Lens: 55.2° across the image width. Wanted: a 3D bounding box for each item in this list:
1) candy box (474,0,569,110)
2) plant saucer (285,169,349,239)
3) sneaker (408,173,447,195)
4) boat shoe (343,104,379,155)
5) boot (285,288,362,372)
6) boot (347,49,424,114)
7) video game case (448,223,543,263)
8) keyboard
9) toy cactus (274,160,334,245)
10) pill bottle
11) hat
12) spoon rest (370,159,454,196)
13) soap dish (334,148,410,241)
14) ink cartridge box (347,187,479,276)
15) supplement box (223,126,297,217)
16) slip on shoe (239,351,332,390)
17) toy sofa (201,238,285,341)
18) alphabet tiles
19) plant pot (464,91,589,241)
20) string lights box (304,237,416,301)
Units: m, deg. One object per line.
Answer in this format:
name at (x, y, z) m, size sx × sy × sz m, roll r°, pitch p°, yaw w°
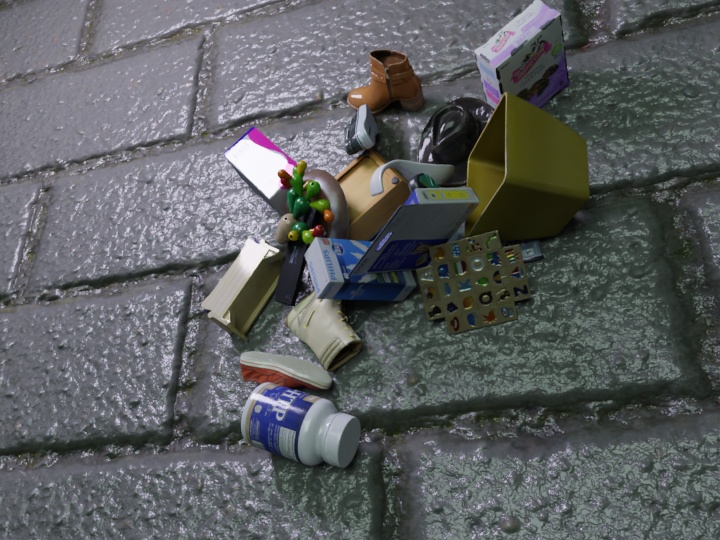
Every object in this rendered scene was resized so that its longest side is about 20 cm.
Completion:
candy box at (0.331, -0.410, 1.396) m, size 0.167 × 0.200 × 0.072 m, roll -39°, pitch 56°, yaw -1°
plant saucer at (-0.100, -0.110, 1.438) m, size 0.199 × 0.032 × 0.204 m, roll 6°, pitch 98°, yaw 47°
sneaker at (0.121, -0.127, 1.335) m, size 0.087 × 0.199 × 0.075 m, roll -24°, pitch 72°, yaw 22°
boat shoe at (-0.005, -0.310, 1.514) m, size 0.070 × 0.073 × 0.201 m, roll -23°, pitch 21°, yaw 16°
boot at (-0.037, 0.085, 1.358) m, size 0.200 × 0.073 × 0.155 m, roll -44°, pitch 56°, yaw -3°
boot at (0.042, -0.429, 1.547) m, size 0.197 × 0.155 × 0.075 m, roll 4°, pitch 65°, yaw 23°
video game case at (0.246, -0.061, 1.356) m, size 0.197 × 0.019 × 0.145 m, roll -15°, pitch 59°, yaw 13°
keyboard at (-0.116, -0.028, 1.387) m, size 0.126 × 0.020 × 0.203 m, roll 11°, pitch 86°, yaw 52°
toy cactus at (-0.130, -0.112, 1.360) m, size 0.165 × 0.101 × 0.202 m, roll -51°, pitch 51°, yaw 39°
pill bottle at (-0.106, 0.285, 1.252) m, size 0.197 × 0.120 × 0.121 m, roll 11°, pitch 68°, yaw 25°
hat at (0.190, -0.281, 1.434) m, size 0.198 × 0.081 × 0.204 m, roll -8°, pitch 74°, yaw 27°
spoon rest at (0.103, -0.190, 1.363) m, size 0.099 × 0.198 × 0.062 m, roll -12°, pitch 91°, yaw 54°
soap dish at (0.001, -0.153, 1.463) m, size 0.199 × 0.081 × 0.158 m, roll -41°, pitch 57°, yaw -1°
ink cartridge box at (0.090, -0.070, 1.251) m, size 0.198 × 0.198 × 0.047 m, roll -52°, pitch 53°, yaw 41°
supplement box at (-0.206, -0.221, 1.568) m, size 0.101 × 0.104 × 0.200 m, roll -43°, pitch 56°, yaw -6°
slip on shoe at (-0.147, 0.207, 1.350) m, size 0.197 × 0.074 × 0.062 m, roll 9°, pitch 101°, yaw 19°
toy sofa at (-0.236, 0.037, 1.456) m, size 0.097 × 0.083 × 0.201 m, roll 24°, pitch 74°, yaw 35°
alphabet tiles at (0.209, 0.023, 1.278) m, size 0.197 × 0.006 × 0.169 m, roll -14°, pitch 94°, yaw 14°
plant pot at (0.310, -0.170, 1.273) m, size 0.174 × 0.201 × 0.203 m, roll 12°, pitch 59°, yaw -8°
string lights box at (0.000, 0.000, 1.319) m, size 0.059 × 0.198 × 0.104 m, roll -50°, pitch 48°, yaw 42°
